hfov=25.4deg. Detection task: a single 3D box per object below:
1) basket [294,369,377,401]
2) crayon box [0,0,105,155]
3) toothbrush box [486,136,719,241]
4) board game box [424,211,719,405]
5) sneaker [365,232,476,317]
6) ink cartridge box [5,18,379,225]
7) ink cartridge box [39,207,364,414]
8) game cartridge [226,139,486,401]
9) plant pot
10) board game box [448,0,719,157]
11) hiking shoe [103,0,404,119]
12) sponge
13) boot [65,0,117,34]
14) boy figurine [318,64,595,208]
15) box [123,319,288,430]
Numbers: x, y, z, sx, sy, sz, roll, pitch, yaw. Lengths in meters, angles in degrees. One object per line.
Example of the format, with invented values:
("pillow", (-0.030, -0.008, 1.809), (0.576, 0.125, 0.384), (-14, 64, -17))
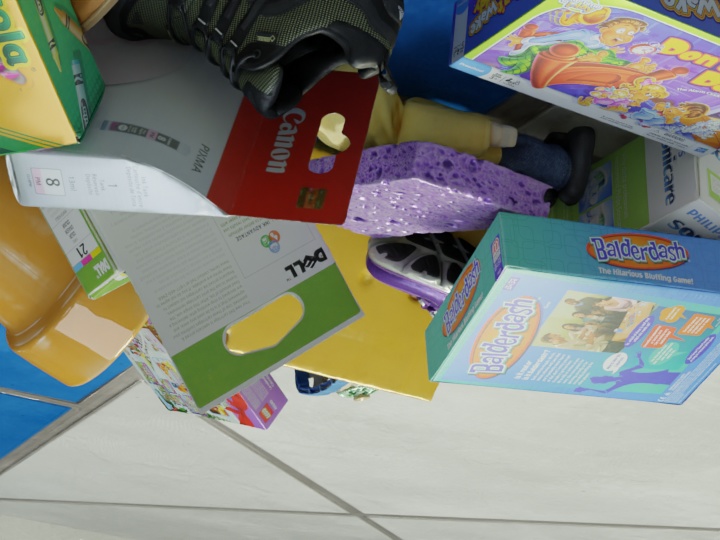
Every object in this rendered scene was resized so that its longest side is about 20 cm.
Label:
("basket", (-0.025, 0.033, 1.361), (0.198, 0.141, 0.176), (14, 160, -15))
("crayon box", (-0.231, -0.158, 0.869), (0.117, 0.059, 0.201), (-6, 129, 16))
("toothbrush box", (0.208, -0.009, 1.155), (0.145, 0.087, 0.199), (31, 135, -32))
("board game box", (0.160, 0.030, 1.084), (0.197, 0.045, 0.153), (6, 146, -17))
("sneaker", (0.082, 0.035, 1.230), (0.199, 0.081, 0.084), (29, 113, -25))
("ink cartridge box", (-0.097, -0.100, 0.975), (0.197, 0.163, 0.058), (1, 131, 11))
("ink cartridge box", (-0.112, -0.019, 1.064), (0.147, 0.202, 0.076), (-29, -178, -31))
("game cartridge", (0.000, 0.000, 1.243), (0.198, 0.178, 0.032), (16, -164, -24))
("plant pot", (-0.237, -0.048, 1.160), (0.182, 0.202, 0.200), (33, 152, -22))
("board game box", (0.172, -0.136, 0.959), (0.198, 0.045, 0.134), (16, 159, -24))
("hiking shoe", (-0.069, -0.142, 0.937), (0.198, 0.102, 0.076), (-1, 159, 22))
("sponge", (0.024, -0.052, 1.082), (0.111, 0.030, 0.199), (16, 170, -32))
("boot", (-0.225, -0.188, 0.914), (0.200, 0.072, 0.143), (-20, 140, 41))
("boy figurine", (0.056, -0.092, 1.095), (0.198, 0.065, 0.124), (16, 173, -17))
("box", (-0.163, 0.051, 1.384), (0.136, 0.039, 0.201), (7, 139, 43))
